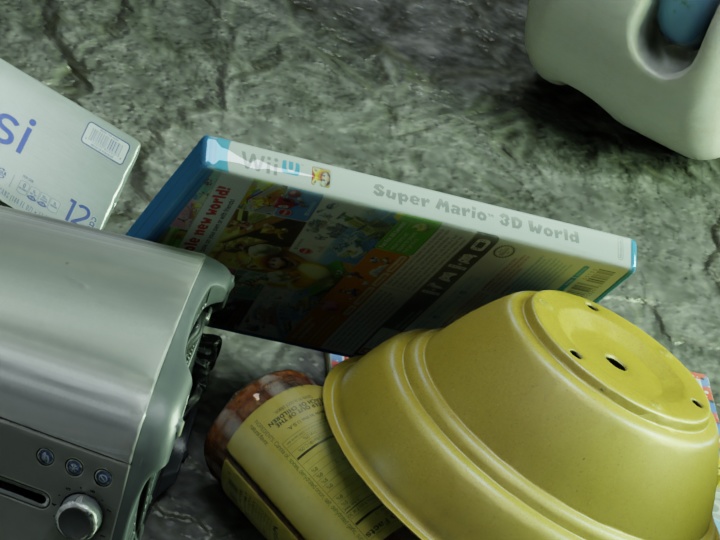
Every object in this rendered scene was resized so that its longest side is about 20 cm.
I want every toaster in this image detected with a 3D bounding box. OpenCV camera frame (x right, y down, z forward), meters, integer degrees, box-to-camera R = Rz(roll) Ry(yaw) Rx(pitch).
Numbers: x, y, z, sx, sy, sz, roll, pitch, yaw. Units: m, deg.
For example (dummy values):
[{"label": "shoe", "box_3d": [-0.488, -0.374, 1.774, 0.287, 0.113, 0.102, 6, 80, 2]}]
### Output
[{"label": "toaster", "box_3d": [-0.130, 0.045, 1.158, 0.128, 0.114, 0.200, 17, 26, -1]}]

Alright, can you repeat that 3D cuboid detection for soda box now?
[{"label": "soda box", "box_3d": [-0.203, -0.070, 1.247, 0.199, 0.068, 0.064, 31, 59, -13]}]

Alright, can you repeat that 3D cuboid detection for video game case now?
[{"label": "video game case", "box_3d": [0.000, 0.000, 1.234, 0.199, 0.143, 0.018, 13, 62, -20]}]

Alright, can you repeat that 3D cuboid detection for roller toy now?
[{"label": "roller toy", "box_3d": [0.189, -0.160, 1.573, 0.139, 0.200, 0.183, 29, 63, 15]}]

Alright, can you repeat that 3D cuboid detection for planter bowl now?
[{"label": "planter bowl", "box_3d": [0.089, 0.067, 1.196, 0.199, 0.084, 0.201, 28, 20, -11]}]

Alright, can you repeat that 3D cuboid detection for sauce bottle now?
[{"label": "sauce bottle", "box_3d": [0.013, 0.124, 1.170, 0.066, 0.066, 0.200, -12, 47, -40]}]

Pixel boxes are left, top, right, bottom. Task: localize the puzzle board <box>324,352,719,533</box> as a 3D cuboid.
[{"label": "puzzle board", "box_3d": [0.082, 0.076, 1.319, 0.199, 0.017, 0.151, 12, 33, -13]}]
